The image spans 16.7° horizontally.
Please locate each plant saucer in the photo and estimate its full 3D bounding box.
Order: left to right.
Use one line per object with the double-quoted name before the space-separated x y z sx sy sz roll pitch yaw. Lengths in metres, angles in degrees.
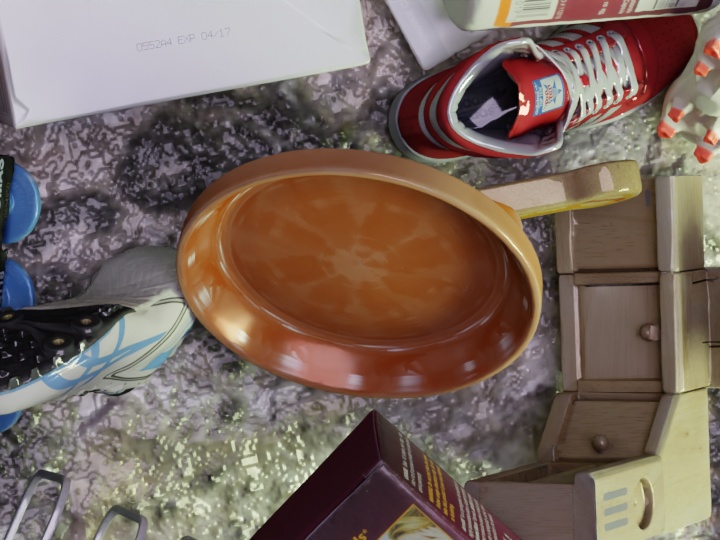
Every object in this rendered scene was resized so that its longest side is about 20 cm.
"plant saucer" 0.000 0.000 1.327 0.199 0.200 0.032 21 51 -13

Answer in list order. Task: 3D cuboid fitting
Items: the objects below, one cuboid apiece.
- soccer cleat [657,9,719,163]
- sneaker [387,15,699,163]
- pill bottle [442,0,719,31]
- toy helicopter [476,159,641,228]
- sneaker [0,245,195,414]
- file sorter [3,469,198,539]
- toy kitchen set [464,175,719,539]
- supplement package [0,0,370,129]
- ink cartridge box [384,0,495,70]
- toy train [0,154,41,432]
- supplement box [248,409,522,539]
"soccer cleat" 0.224 -0.126 1.399 0.069 0.200 0.078 34 71 -1
"sneaker" 0.122 -0.111 1.414 0.199 0.112 0.072 -22 95 -14
"pill bottle" 0.147 -0.198 1.374 0.199 0.114 0.115 -6 92 -11
"toy helicopter" 0.060 -0.037 1.370 0.199 0.132 0.079 -11 81 -2
"sneaker" -0.147 0.044 1.320 0.071 0.200 0.073 8 110 25
"file sorter" -0.110 0.207 1.349 0.199 0.139 0.125 26 81 -13
"toy kitchen set" 0.166 0.048 1.361 0.162 0.180 0.201 -2 92 29
"supplement package" -0.114 -0.174 1.350 0.199 0.111 0.157 -11 98 -14
"ink cartridge box" 0.081 -0.234 1.442 0.199 0.047 0.161 -31 98 -6
"toy train" -0.241 0.013 1.330 0.114 0.087 0.201 8 98 19
"supplement box" 0.043 0.184 1.267 0.200 0.086 0.110 42 100 -11
